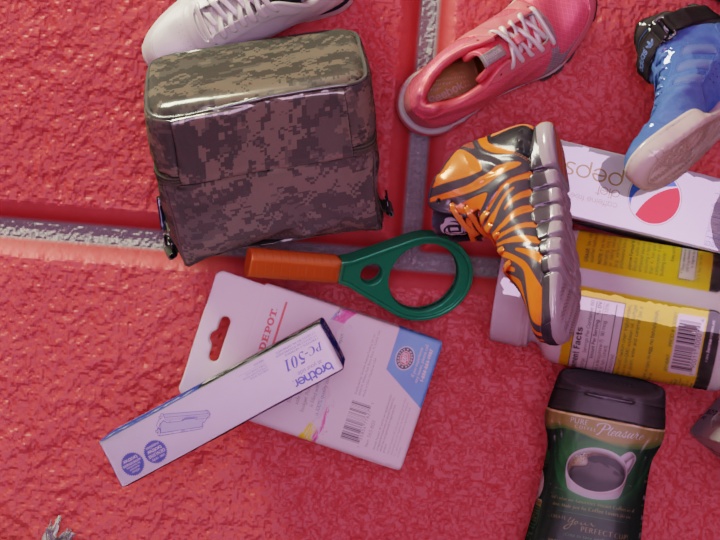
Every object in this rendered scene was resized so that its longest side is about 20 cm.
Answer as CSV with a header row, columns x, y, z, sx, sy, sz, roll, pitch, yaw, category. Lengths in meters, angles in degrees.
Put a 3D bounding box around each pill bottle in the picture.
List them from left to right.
x,y,z,sx,sy,sz,roll,pitch,yaw,category
0.213,0.029,1.647,0.199,0.114,0.115,10,89,7,pill bottle

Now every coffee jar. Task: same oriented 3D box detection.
x,y,z,sx,sy,sz,roll,pitch,yaw,category
0.196,0.185,1.663,0.104,0.085,0.201,11,89,7,coffee jar

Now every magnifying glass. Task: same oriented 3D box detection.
x,y,z,sx,sy,sz,roll,pitch,yaw,category
0.000,0.000,1.662,0.199,0.022,0.080,4,114,-20,magnifying glass

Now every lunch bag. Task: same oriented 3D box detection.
x,y,z,sx,sy,sz,roll,pitch,yaw,category
-0.079,-0.095,1.639,0.199,0.140,0.169,-10,117,-1,lunch bag

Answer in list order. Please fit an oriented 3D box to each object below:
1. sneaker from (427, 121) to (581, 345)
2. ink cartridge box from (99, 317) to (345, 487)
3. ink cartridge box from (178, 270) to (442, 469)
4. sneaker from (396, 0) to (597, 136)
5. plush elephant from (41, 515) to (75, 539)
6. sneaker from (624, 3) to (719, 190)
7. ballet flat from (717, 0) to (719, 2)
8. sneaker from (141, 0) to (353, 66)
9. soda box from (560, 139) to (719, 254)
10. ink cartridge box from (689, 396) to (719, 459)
x,y,z,sx,sy,sz,roll,pitch,yaw,category
0.115,-0.023,1.590,0.111,0.078,0.201,-11,56,14,sneaker
-0.109,0.105,1.590,0.199,0.094,0.044,-29,91,2,ink cartridge box
-0.042,0.082,1.671,0.199,0.068,0.116,19,90,-1,ink cartridge box
0.122,-0.180,1.667,0.200,0.087,0.074,-36,91,-1,sneaker
-0.297,0.303,1.621,0.164,0.155,0.201,30,90,0,plush elephant
0.256,-0.152,1.642,0.111,0.077,0.200,39,59,18,sneaker
0.325,-0.259,1.685,0.200,0.073,0.073,41,89,6,ballet flat
-0.097,-0.226,1.670,0.199,0.081,0.077,-27,91,1,sneaker
0.215,-0.065,1.675,0.199,0.068,0.064,14,89,-1,soda box
0.385,0.171,1.635,0.200,0.144,0.084,39,88,-1,ink cartridge box
